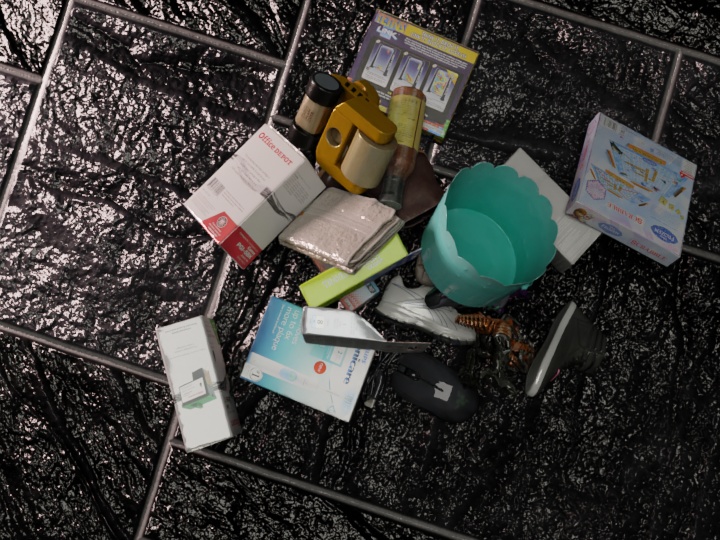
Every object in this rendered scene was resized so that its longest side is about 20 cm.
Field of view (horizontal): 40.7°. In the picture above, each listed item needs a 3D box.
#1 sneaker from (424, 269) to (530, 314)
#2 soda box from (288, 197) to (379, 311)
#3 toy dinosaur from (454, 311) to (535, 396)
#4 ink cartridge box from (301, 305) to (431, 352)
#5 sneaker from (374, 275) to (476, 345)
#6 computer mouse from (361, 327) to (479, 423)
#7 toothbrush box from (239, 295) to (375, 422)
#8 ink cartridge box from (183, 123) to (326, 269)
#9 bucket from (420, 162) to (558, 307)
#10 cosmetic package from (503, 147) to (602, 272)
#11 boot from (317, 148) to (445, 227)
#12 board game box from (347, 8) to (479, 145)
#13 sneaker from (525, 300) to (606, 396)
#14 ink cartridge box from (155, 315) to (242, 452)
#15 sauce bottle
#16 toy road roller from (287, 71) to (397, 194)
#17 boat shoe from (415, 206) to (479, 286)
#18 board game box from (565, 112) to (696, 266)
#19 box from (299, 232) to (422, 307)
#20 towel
[{"bbox_3d":[0.202,0.042,1.620,0.197,0.074,0.089,-22,94,-23],"label":"sneaker"},{"bbox_3d":[-0.048,-0.026,1.655,0.068,0.064,0.202,-34,86,-3],"label":"soda box"},{"bbox_3d":[0.214,0.127,1.591,0.198,0.102,0.138,27,70,-19],"label":"toy dinosaur"},{"bbox_3d":[0.008,0.094,1.513,0.196,0.160,0.048,4,80,-1],"label":"ink cartridge box"},{"bbox_3d":[0.126,0.070,1.642,0.197,0.075,0.089,20,79,2],"label":"sneaker"},{"bbox_3d":[0.109,0.195,1.637,0.197,0.053,0.141,23,84,3],"label":"computer mouse"},{"bbox_3d":[-0.083,0.149,1.629,0.197,0.085,0.149,23,84,2],"label":"toothbrush box"},{"bbox_3d":[-0.176,-0.126,1.625,0.200,0.083,0.147,-44,47,-3],"label":"ink cartridge box"},{"bbox_3d":[0.198,-0.049,1.528,0.203,0.135,0.211,7,66,-16],"label":"bucket"},{"bbox_3d":[0.303,-0.101,1.637,0.200,0.107,0.090,43,86,6],"label":"cosmetic package"},{"bbox_3d":[0.036,-0.137,1.631,0.197,0.073,0.168,-23,55,-8],"label":"boot"},{"bbox_3d":[0.085,-0.335,1.688,0.197,0.057,0.168,24,83,3],"label":"board game box"},{"bbox_3d":[0.345,0.148,1.599,0.099,0.071,0.201,36,54,1],"label":"sneaker"},{"bbox_3d":[-0.263,0.186,1.597,0.083,0.146,0.204,-16,85,-2],"label":"ink cartridge box"},{"bbox_3d":[0.064,-0.201,1.597,0.065,0.066,0.204,12,72,2],"label":"sauce bottle"},{"bbox_3d":[-0.009,-0.237,1.585,0.200,0.145,0.124,43,130,17],"label":"toy road roller"},{"bbox_3d":[0.152,-0.061,1.652,0.074,0.073,0.202,29,80,0],"label":"boat shoe"},{"bbox_3d":[0.453,-0.137,1.614,0.197,0.041,0.202,27,59,-6],"label":"board game box"},{"bbox_3d":[0.000,0.000,1.559,0.198,0.122,0.048,-29,87,-2],"label":"box"},{"bbox_3d":[-0.034,-0.067,1.542,0.132,0.198,0.035,-45,130,-23],"label":"towel"}]
